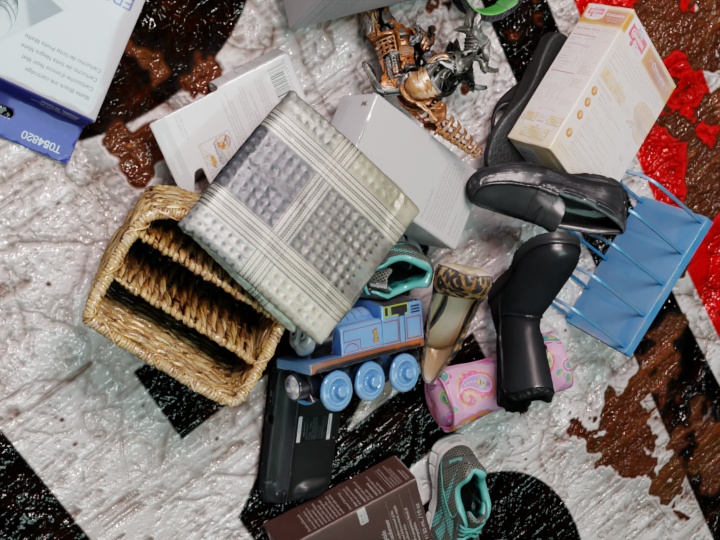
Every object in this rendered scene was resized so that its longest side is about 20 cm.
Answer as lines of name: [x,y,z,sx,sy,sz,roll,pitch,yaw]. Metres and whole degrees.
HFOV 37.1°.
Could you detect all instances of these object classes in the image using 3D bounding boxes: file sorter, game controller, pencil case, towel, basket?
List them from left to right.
basket: [-0.168,0.019,1.124,0.198,0.150,0.143,34,109,-18]
game controller: [-0.072,0.192,1.327,0.103,0.042,0.204,-4,108,-40]
towel: [-0.059,-0.053,1.121,0.199,0.034,0.194,41,75,-13]
pencil case: [0.183,0.143,1.404,0.197,0.087,0.089,-17,113,-20]
file sorter: [0.326,-0.022,1.389,0.122,0.139,0.202,32,91,-28]

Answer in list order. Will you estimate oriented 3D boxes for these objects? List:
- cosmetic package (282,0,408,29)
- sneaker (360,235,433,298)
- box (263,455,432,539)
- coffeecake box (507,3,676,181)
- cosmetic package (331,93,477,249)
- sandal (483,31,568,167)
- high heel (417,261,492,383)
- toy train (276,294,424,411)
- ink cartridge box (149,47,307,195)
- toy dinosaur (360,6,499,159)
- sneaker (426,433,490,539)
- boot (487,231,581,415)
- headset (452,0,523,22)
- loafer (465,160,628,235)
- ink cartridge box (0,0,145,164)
cosmetic package: [0.026,-0.349,1.096,0.197,0.199,0.125,-19,94,-20]
sneaker: [0.000,0.000,1.266,0.196,0.091,0.079,-10,109,-22]
box: [-0.014,0.334,1.374,0.197,0.075,0.102,-25,115,-15]
coffeecake box: [0.289,-0.197,1.322,0.153,0.073,0.202,41,78,-43]
cosmetic package: [0.046,-0.112,1.241,0.199,0.073,0.103,32,76,-37]
sandal: [0.203,-0.203,1.331,0.075,0.048,0.203,41,72,-38]
high heel: [0.107,0.067,1.272,0.070,0.200,0.145,13,86,-1]
toy train: [-0.009,0.094,1.271,0.197,0.086,0.117,-10,98,-39]
ink cartridge box: [-0.124,-0.118,1.199,0.172,0.043,0.203,-28,116,-13]
toy dinosaur: [0.078,-0.220,1.224,0.134,0.102,0.203,-31,106,-18]
sneaker: [0.134,0.324,1.421,0.076,0.091,0.204,-13,111,-20]
boot: [0.214,0.069,1.289,0.075,0.201,0.171,5,63,-18]
headset: [0.146,-0.376,1.219,0.123,0.094,0.201,-41,130,-9]
loafer: [0.220,-0.080,1.253,0.196,0.071,0.069,6,143,-10]
ink cartridge box: [-0.338,-0.231,1.062,0.197,0.041,0.203,22,96,-29]
